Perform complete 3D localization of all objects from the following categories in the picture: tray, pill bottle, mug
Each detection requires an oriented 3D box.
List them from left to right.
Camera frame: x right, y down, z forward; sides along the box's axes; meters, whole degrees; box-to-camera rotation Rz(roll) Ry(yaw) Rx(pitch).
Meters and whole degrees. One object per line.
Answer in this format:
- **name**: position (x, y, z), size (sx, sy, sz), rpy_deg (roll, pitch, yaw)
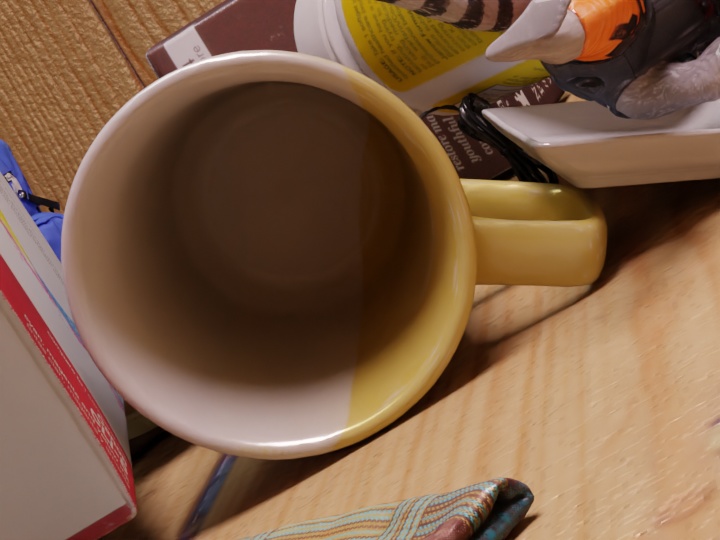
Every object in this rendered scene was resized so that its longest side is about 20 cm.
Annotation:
- **mug**: position (-0.016, -0.009, 0.766), size (0.150, 0.186, 0.153), rpy_deg (-57, 5, 10)
- **pill bottle**: position (0.059, -0.140, 0.928), size (0.114, 0.114, 0.200), rpy_deg (-38, 10, -36)
- **tray**: position (0.113, -0.055, 0.808), size (0.107, 0.022, 0.200), rpy_deg (-5, 9, -2)

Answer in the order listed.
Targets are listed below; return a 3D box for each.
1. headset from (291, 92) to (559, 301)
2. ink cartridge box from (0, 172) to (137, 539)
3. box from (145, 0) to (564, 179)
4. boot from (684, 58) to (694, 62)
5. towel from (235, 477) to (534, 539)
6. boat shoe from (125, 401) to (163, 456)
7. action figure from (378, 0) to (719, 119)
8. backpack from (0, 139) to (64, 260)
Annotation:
- **headset**: position (0.000, 0.000, 0.913), size (0.200, 0.094, 0.124), rpy_deg (-48, 12, -3)
- **ink cartridge box**: position (-0.185, 0.041, 0.750), size (0.145, 0.145, 0.200), rpy_deg (-31, 16, 0)
- **box**: position (0.006, -0.121, 1.175), size (0.164, 0.166, 0.200), rpy_deg (-28, 10, 21)
- **boot**: position (0.158, -0.129, 0.930), size (0.073, 0.090, 0.200), rpy_deg (-36, 9, -26)
- **towel**: position (-0.058, 0.114, 0.551), size (0.200, 0.022, 0.147), rpy_deg (-22, 13, 48)
- **boat shoe**: position (-0.142, 0.064, 0.954), size (0.072, 0.076, 0.200), rpy_deg (-27, 9, 42)
- **action figure**: position (0.071, -0.125, 0.739), size (0.105, 0.200, 0.193), rpy_deg (-40, -28, 17)
- **backpack**: position (-0.227, 0.019, 1.085), size (0.168, 0.200, 0.162), rpy_deg (-14, 18, 38)
